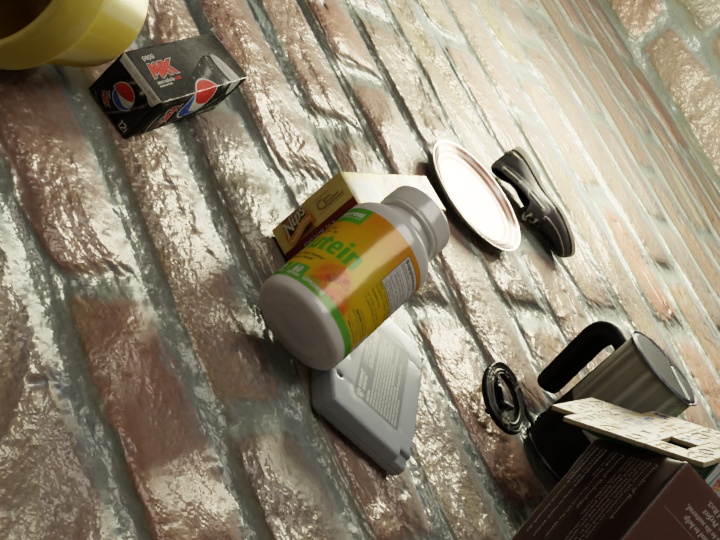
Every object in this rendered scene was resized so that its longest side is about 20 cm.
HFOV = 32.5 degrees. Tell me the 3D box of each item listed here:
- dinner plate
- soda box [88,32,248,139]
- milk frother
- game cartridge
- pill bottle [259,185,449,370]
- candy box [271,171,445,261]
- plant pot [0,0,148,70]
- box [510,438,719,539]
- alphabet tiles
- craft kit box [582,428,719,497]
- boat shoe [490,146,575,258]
[{"bbox_3d":[0.170,-0.109,1.860,0.199,0.024,0.201,37,31,-26],"label":"dinner plate"},{"bbox_3d":[-0.204,-0.204,1.343,0.071,0.063,0.200,52,27,0],"label":"soda box"},{"bbox_3d":[0.274,0.151,1.524,0.199,0.188,0.181,15,35,-55],"label":"milk frother"},{"bbox_3d":[0.008,0.113,1.329,0.133,0.041,0.201,39,30,-16],"label":"game cartridge"},{"bbox_3d":[0.000,0.000,1.272,0.200,0.111,0.111,-41,93,-30],"label":"pill bottle"},{"bbox_3d":[0.001,-0.059,1.433,0.199,0.115,0.056,-3,60,-58],"label":"candy box"},{"bbox_3d":[-0.299,-0.278,1.162,0.202,0.200,0.189,59,12,14],"label":"plant pot"},{"bbox_3d":[0.297,0.305,1.322,0.166,0.164,0.200,47,-13,-11],"label":"box"},{"bbox_3d":[0.320,0.175,1.371,0.198,0.008,0.166,16,10,36],"label":"alphabet tiles"},{"bbox_3d":[0.372,0.261,1.419,0.198,0.049,0.200,48,-12,-27],"label":"craft kit box"},{"bbox_3d":[0.278,-0.101,2.007,0.062,0.073,0.202,-27,84,-19],"label":"boat shoe"}]
